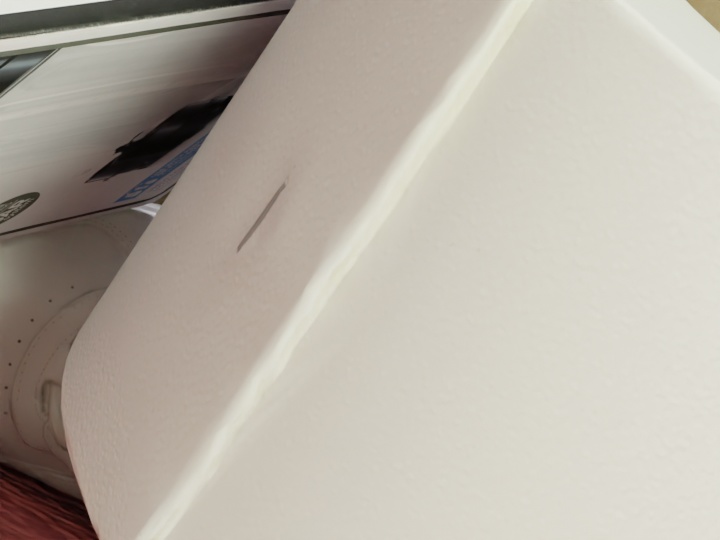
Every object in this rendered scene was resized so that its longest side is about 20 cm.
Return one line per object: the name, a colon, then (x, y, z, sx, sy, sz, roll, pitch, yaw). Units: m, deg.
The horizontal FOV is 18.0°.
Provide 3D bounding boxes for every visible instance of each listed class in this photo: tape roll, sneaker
tape roll: (0.059, 0.018, 0.451, 0.202, 0.140, 0.203, 31, 20, -13)
sneaker: (-0.030, 0.040, 0.555, 0.199, 0.078, 0.099, 25, 5, -9)

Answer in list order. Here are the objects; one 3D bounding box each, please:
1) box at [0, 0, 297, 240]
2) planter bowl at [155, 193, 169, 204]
box: (-0.083, -0.049, 0.470, 0.199, 0.116, 0.060, -17, 77, -56)
planter bowl: (0.000, 0.000, 0.740, 0.134, 0.202, 0.200, -3, -14, 29)
